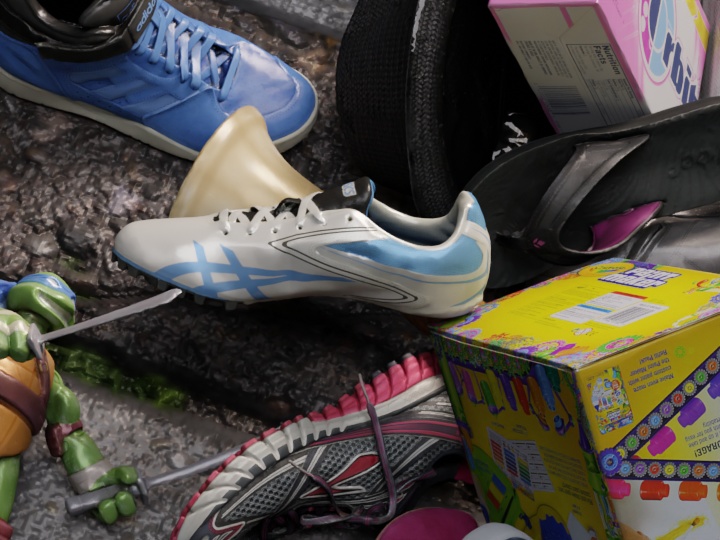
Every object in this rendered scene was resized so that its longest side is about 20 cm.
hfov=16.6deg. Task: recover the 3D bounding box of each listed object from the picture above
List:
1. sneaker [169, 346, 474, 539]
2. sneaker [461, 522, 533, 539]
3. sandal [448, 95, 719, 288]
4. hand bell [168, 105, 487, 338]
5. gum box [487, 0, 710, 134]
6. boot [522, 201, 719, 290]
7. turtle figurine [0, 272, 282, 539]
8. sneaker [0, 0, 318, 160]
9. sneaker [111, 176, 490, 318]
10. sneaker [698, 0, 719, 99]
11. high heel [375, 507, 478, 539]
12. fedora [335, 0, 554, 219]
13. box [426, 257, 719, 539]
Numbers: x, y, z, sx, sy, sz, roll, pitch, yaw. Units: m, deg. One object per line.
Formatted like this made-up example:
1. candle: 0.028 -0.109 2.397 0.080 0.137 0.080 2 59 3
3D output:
1. sneaker: -0.015 0.115 1.335 0.200 0.081 0.075 -29 73 -20
2. sneaker: 0.097 0.216 1.230 0.073 0.200 0.071 -34 31 -29
3. sandal: 0.138 -0.045 1.373 0.200 0.075 0.048 -22 25 -8
4. hand bell: 0.000 0.000 1.368 0.200 0.104 0.104 29 64 12
5. gum box: 0.139 -0.148 1.413 0.066 0.200 0.114 1 61 24
6. boot: 0.187 0.024 1.422 0.199 0.070 0.132 13 66 11
7. turtle figurine: -0.169 0.092 1.290 0.200 0.144 0.194 25 69 10
8. sneaker: -0.118 -0.129 1.421 0.199 0.111 0.077 17 63 0
9. sneaker: -0.031 -0.017 1.301 0.199 0.072 0.073 2 106 -2
10. sneaker: 0.274 -0.169 1.522 0.115 0.074 0.201 10 72 -6
11. high heel: 0.034 0.182 1.272 0.096 0.068 0.200 13 21 29
12. fedora: 0.043 -0.115 1.426 0.091 0.201 0.201 7 59 30
13. box: 0.145 0.108 1.256 0.122 0.200 0.193 -19 101 -17
